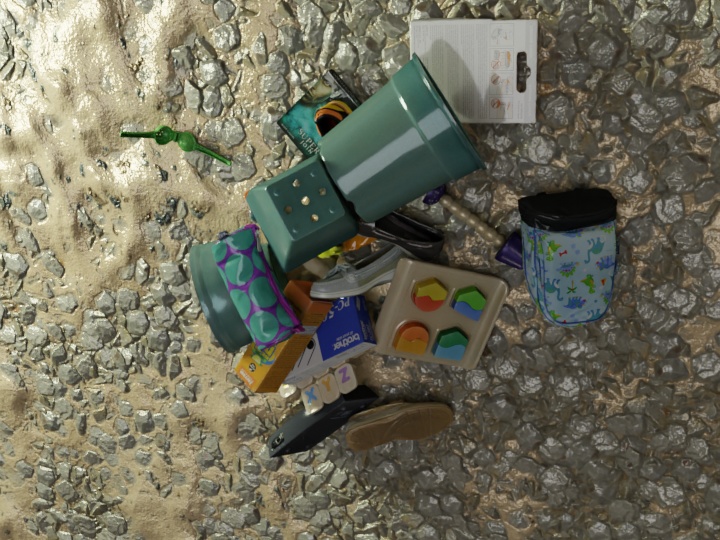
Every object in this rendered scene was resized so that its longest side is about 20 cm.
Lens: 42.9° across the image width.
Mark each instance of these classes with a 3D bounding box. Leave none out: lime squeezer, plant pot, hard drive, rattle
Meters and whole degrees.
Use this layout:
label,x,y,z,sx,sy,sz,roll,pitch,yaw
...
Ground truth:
label,x,y,z,sx,sy,sz,roll,pitch,yaw
lime squeezer,-0.324,-0.230,1.622,0.198,0.071,0.038,14,99,-19
plant pot,-0.087,-0.096,1.402,0.140,0.200,0.142,-28,89,-6
plant pot,0.054,-0.184,1.362,0.195,0.200,0.201,-32,98,11
hard drive,-0.073,0.275,1.690,0.200,0.134,0.043,-40,67,24
rattle,-0.079,-0.091,1.540,0.142,0.131,0.200,-24,117,35
plant pot,-0.200,0.029,1.615,0.133,0.200,0.202,-19,103,4

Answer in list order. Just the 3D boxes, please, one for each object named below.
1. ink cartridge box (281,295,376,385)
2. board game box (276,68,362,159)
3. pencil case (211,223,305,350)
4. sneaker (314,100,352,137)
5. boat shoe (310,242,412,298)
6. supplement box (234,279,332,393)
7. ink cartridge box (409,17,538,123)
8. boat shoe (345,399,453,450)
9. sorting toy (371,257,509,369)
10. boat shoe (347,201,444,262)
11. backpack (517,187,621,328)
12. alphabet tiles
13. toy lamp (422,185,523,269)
label,x,y,z,sx,sy,sz,roll,pitch,yaw
ink cartridge box,-0.071,0.122,1.602,0.199,0.044,0.095,-28,64,28
board game box,-0.031,-0.219,1.545,0.135,0.028,0.200,-40,94,26
pencil case,-0.168,0.025,1.490,0.092,0.085,0.201,-26,88,28
sneaker,-0.007,-0.182,1.485,0.070,0.090,0.201,-36,96,25
boat shoe,0.001,0.000,1.543,0.074,0.200,0.065,3,110,64
supplement box,-0.133,0.116,1.574,0.066,0.069,0.201,41,109,28
ink cartridge box,0.178,-0.313,1.436,0.198,0.050,0.163,2,110,12
boat shoe,0.068,0.268,1.669,0.198,0.069,0.074,-11,118,-1
sorting toy,0.135,0.081,1.561,0.198,0.037,0.187,13,116,-14
boat shoe,0.050,-0.079,1.533,0.198,0.067,0.057,25,143,-8
backpack,0.330,-0.011,1.448,0.161,0.154,0.202,-5,125,-11
alphabet tiles,-0.079,0.145,1.640,0.199,0.015,0.197,-33,60,25
toy lamp,0.196,-0.075,1.510,0.200,0.058,0.058,39,116,4
